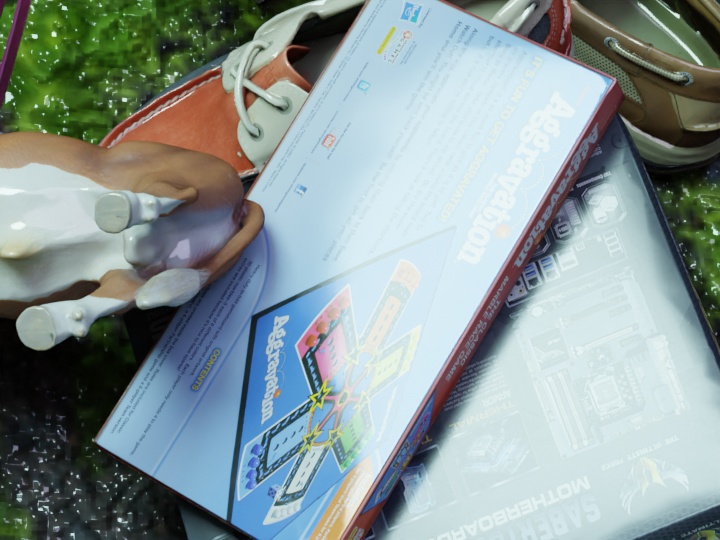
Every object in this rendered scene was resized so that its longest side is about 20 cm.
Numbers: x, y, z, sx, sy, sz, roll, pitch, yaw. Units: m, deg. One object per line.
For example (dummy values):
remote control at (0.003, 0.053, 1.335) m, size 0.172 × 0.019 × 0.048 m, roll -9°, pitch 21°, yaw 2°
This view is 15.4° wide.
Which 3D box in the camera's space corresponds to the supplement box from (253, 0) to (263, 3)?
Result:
supplement box at (-0.066, -0.203, 1.028) m, size 0.073 × 0.200 × 0.126 m, roll -33°, pitch 72°, yaw 3°

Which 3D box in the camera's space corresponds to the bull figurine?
bull figurine at (-0.135, -0.011, 0.917) m, size 0.198 × 0.121 × 0.066 m, roll -6°, pitch 102°, yaw 12°

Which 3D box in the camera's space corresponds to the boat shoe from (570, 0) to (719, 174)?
boat shoe at (0.086, -0.129, 1.108) m, size 0.200 × 0.074 × 0.076 m, roll 40°, pitch 57°, yaw 8°

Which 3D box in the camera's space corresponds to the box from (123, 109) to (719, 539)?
box at (0.030, 0.052, 0.941) m, size 0.199 × 0.051 × 0.159 m, roll -24°, pitch 63°, yaw 7°

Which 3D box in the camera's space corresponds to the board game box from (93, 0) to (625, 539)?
board game box at (0.000, 0.000, 0.932) m, size 0.103 × 0.019 × 0.201 m, roll 27°, pitch 79°, yaw 27°

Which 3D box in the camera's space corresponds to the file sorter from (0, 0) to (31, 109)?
file sorter at (-0.194, -0.162, 1.002) m, size 0.124 × 0.139 × 0.201 m, roll 1°, pitch 60°, yaw -18°

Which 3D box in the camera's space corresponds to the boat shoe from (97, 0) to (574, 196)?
boat shoe at (-0.015, -0.069, 1.007) m, size 0.199 × 0.063 × 0.072 m, roll -20°, pitch 66°, yaw 5°
